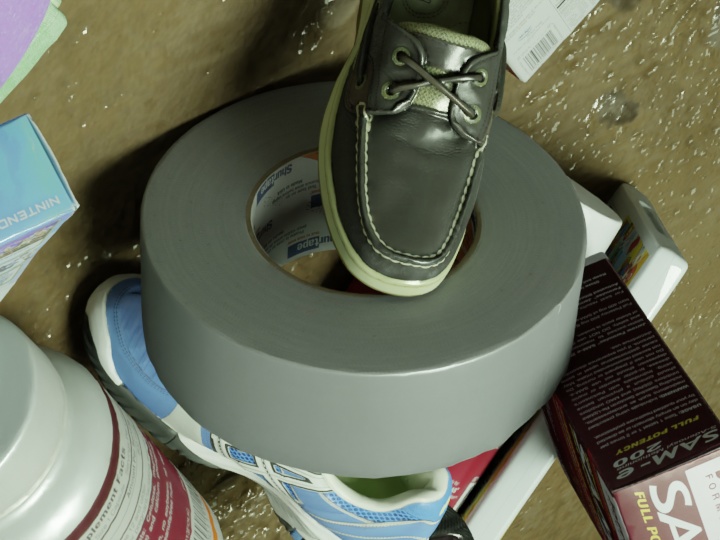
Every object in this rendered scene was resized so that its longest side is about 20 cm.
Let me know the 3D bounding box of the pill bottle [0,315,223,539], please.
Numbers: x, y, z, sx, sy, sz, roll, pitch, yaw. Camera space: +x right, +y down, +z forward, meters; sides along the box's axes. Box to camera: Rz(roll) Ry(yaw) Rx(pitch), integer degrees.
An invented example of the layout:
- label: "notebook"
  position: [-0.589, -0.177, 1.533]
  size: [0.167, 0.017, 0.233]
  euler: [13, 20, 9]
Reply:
- label: "pill bottle"
  position: [-0.148, 0.105, 1.168]
  size: [0.114, 0.114, 0.200]
  euler: [-44, 145, -7]

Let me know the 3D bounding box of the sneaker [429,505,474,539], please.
- label: "sneaker"
  position: [-0.038, 0.185, 1.260]
  size: [0.200, 0.076, 0.116]
  euler: [-31, 170, -29]

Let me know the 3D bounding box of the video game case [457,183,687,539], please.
- label: "video game case"
  position: [0.102, 0.055, 1.375]
  size: [0.200, 0.023, 0.182]
  euler: [-56, -173, 10]

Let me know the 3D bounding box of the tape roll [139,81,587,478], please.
- label: "tape roll"
  position: [0.000, 0.000, 1.156]
  size: [0.200, 0.200, 0.066]
  euler: [-26, 140, -29]

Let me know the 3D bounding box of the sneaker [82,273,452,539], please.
- label: "sneaker"
  position: [-0.039, 0.062, 1.199]
  size: [0.077, 0.200, 0.076]
  euler: [-44, -167, 55]

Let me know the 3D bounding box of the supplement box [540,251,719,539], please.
- label: "supplement box"
  position: [0.129, 0.085, 1.181]
  size: [0.061, 0.200, 0.109]
  euler: [-23, 116, -2]

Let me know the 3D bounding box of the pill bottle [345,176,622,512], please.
- label: "pill bottle"
  position: [0.043, 0.034, 1.312]
  size: [0.113, 0.113, 0.200]
  euler: [21, 106, -53]

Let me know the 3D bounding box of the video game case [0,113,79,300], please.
- label: "video game case"
  position: [-0.222, 0.020, 0.977]
  size: [0.200, 0.046, 0.181]
  euler: [-26, 176, -24]

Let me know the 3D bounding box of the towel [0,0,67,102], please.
- label: "towel"
  position: [-0.212, -0.096, 0.994]
  size: [0.153, 0.023, 0.200]
  euler: [-48, 146, 0]

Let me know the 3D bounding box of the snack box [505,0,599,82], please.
- label: "snack box"
  position: [0.129, -0.188, 1.273]
  size: [0.200, 0.024, 0.072]
  euler: [-48, 144, -1]

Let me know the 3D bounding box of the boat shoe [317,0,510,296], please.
- label: "boat shoe"
  position: [0.028, -0.088, 1.119]
  size: [0.071, 0.202, 0.066]
  euler: [15, 151, -11]

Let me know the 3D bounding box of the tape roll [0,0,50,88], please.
- label: "tape roll"
  position: [-0.204, -0.120, 0.899]
  size: [0.200, 0.066, 0.201]
  euler: [-24, 136, -25]
